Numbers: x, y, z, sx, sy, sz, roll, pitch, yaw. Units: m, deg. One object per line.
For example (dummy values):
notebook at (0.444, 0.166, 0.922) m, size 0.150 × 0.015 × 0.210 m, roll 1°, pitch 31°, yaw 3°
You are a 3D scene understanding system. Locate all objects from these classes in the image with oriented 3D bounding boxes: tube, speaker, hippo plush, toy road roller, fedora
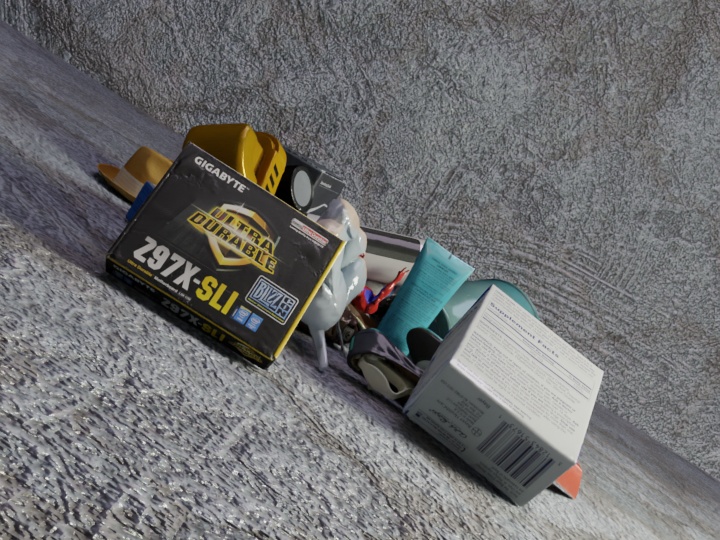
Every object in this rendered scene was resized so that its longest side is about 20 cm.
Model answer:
tube at (0.069, 0.059, 1.365) m, size 0.077 × 0.200 × 0.050 m, roll 33°, pitch 5°, yaw -8°
speaker at (0.003, -0.027, 1.516) m, size 0.199 × 0.082 × 0.081 m, roll 13°, pitch 7°, yaw -6°
hippo plush at (-0.087, 0.003, 1.268) m, size 0.160 × 0.201 × 0.159 m, roll 7°, pitch 10°, yaw 17°
toy road roller at (-0.152, -0.079, 1.145) m, size 0.122 × 0.201 × 0.146 m, roll 1°, pitch -35°, yaw 26°
fedora at (-0.316, -0.139, 1.568) m, size 0.200 × 0.082 × 0.201 m, roll 32°, pitch 6°, yaw -3°

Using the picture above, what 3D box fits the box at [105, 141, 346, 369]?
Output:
box at (-0.139, -0.016, 1.036) m, size 0.200 × 0.160 × 0.049 m, roll 33°, pitch -25°, yaw -4°

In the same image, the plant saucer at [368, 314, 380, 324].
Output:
plant saucer at (0.054, 0.077, 1.732) m, size 0.200 × 0.050 × 0.200 m, roll 56°, pitch 13°, yaw -20°

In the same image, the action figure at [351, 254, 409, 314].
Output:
action figure at (0.000, 0.000, 1.428) m, size 0.065 × 0.099 × 0.200 m, roll 34°, pitch -7°, yaw 28°

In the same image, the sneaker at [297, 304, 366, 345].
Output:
sneaker at (-0.039, 0.065, 1.391) m, size 0.075 × 0.071 × 0.200 m, roll 35°, pitch 6°, yaw 21°

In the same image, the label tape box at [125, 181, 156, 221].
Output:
label tape box at (-0.204, -0.033, 1.352) m, size 0.200 × 0.063 × 0.144 m, roll 29°, pitch 7°, yaw -35°

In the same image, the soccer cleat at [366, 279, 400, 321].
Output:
soccer cleat at (0.060, 0.033, 1.611) m, size 0.086 × 0.070 × 0.200 m, roll 55°, pitch 23°, yaw 21°

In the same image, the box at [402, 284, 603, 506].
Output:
box at (0.177, 0.146, 1.204) m, size 0.184 × 0.105 × 0.200 m, roll 39°, pitch 35°, yaw 1°

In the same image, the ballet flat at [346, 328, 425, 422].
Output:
ballet flat at (0.062, 0.153, 1.248) m, size 0.200 × 0.073 × 0.073 m, roll 39°, pitch 5°, yaw 4°

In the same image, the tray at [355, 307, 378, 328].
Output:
tray at (-0.035, 0.067, 1.606) m, size 0.098 × 0.037 × 0.200 m, roll 29°, pitch 7°, yaw -40°

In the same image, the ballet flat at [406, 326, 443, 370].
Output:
ballet flat at (0.123, 0.162, 1.306) m, size 0.200 × 0.068 × 0.068 m, roll 47°, pitch 48°, yaw 0°

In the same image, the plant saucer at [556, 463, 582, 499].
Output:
plant saucer at (0.234, 0.206, 1.383) m, size 0.200 × 0.037 × 0.200 m, roll 58°, pitch 7°, yaw 35°

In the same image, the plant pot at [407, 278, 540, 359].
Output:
plant pot at (0.146, 0.108, 1.536) m, size 0.188 × 0.201 × 0.200 m, roll 5°, pitch 24°, yaw -45°

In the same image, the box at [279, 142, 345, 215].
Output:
box at (-0.128, -0.090, 1.579) m, size 0.104 × 0.200 × 0.148 m, roll 31°, pitch 4°, yaw 13°
